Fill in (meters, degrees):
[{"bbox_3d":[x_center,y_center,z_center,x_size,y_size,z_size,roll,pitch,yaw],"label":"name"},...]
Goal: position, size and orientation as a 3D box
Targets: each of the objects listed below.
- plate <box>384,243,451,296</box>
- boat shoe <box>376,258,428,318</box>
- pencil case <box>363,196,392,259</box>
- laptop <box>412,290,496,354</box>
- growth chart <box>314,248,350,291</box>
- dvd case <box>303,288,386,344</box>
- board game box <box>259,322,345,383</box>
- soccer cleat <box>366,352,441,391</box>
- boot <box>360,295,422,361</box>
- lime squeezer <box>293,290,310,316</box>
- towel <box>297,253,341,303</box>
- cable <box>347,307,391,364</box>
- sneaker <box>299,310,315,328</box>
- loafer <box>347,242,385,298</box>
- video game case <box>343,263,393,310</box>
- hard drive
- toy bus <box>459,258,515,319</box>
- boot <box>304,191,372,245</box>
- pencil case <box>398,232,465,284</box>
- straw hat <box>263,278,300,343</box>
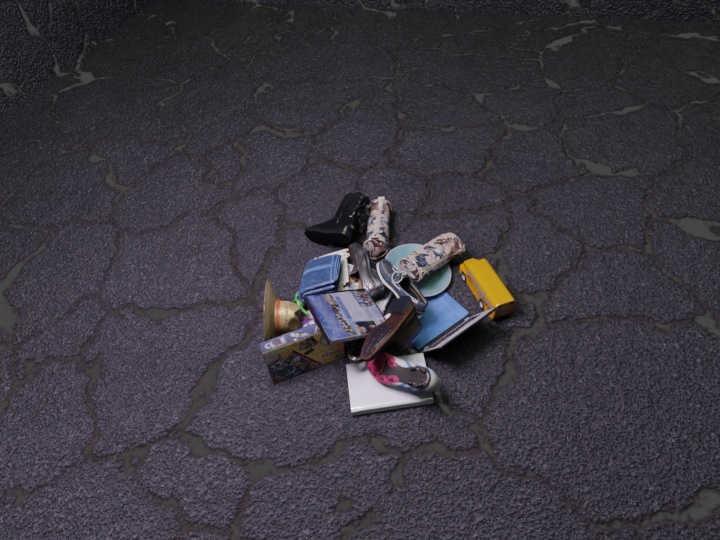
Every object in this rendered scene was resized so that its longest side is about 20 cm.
[{"bbox_3d":[0.162,0.003,1.483,0.196,0.026,0.202,4,47,-5],"label":"plate"},{"bbox_3d":[0.111,0.036,1.377,0.074,0.062,0.201,-2,47,-35],"label":"boat shoe"},{"bbox_3d":[0.054,-0.134,1.580,0.076,0.090,0.202,11,47,-4],"label":"pencil case"},{"bbox_3d":[0.208,0.117,1.333,0.186,0.200,0.117,-31,85,-20],"label":"laptop"},{"bbox_3d":[-0.093,0.012,1.497,0.142,0.018,0.202,-13,40,12],"label":"growth chart"},{"bbox_3d":[-0.030,0.107,1.265,0.198,0.018,0.143,-4,48,-40],"label":"dvd case"},{"bbox_3d":[-0.139,0.198,1.280,0.197,0.137,0.035,-19,48,-12],"label":"board game box"},{"bbox_3d":[0.102,0.249,1.227,0.198,0.086,0.071,11,74,43],"label":"soccer cleat"},{"bbox_3d":[0.083,0.163,1.243,0.074,0.098,0.200,4,45,50],"label":"boot"},{"bbox_3d":[-0.149,0.081,1.398,0.069,0.038,0.201,-6,25,9],"label":"lime squeezer"},{"bbox_3d":[-0.109,0.016,1.409,0.110,0.049,0.201,-13,26,9],"label":"towel"},{"bbox_3d":[0.021,0.155,1.308,0.097,0.051,0.199,34,40,23],"label":"cable"},{"bbox_3d":[-0.090,0.115,1.369,0.198,0.081,0.089,-30,44,0],"label":"sneaker"},{"bbox_3d":[0.000,0.000,1.454,0.071,0.073,0.201,-20,49,-12],"label":"loafer"},{"bbox_3d":[-0.010,0.075,1.452,0.179,0.024,0.201,17,51,20],"label":"video game case"},{"bbox_3d":[0.069,0.276,1.261,0.196,0.027,0.133,-9,48,-1],"label":"hard drive"},{"bbox_3d":[0.341,0.040,1.409,0.064,0.079,0.201,-16,48,-9],"label":"toy bus"},{"bbox_3d":[-0.067,-0.164,1.595,0.196,0.073,0.164,1,56,40],"label":"boot"},{"bbox_3d":[0.205,-0.038,1.454,0.198,0.079,0.089,-29,48,-30],"label":"pencil case"},{"bbox_3d":[-0.194,0.118,1.319,0.083,0.203,0.203,1,47,-4],"label":"straw hat"}]
